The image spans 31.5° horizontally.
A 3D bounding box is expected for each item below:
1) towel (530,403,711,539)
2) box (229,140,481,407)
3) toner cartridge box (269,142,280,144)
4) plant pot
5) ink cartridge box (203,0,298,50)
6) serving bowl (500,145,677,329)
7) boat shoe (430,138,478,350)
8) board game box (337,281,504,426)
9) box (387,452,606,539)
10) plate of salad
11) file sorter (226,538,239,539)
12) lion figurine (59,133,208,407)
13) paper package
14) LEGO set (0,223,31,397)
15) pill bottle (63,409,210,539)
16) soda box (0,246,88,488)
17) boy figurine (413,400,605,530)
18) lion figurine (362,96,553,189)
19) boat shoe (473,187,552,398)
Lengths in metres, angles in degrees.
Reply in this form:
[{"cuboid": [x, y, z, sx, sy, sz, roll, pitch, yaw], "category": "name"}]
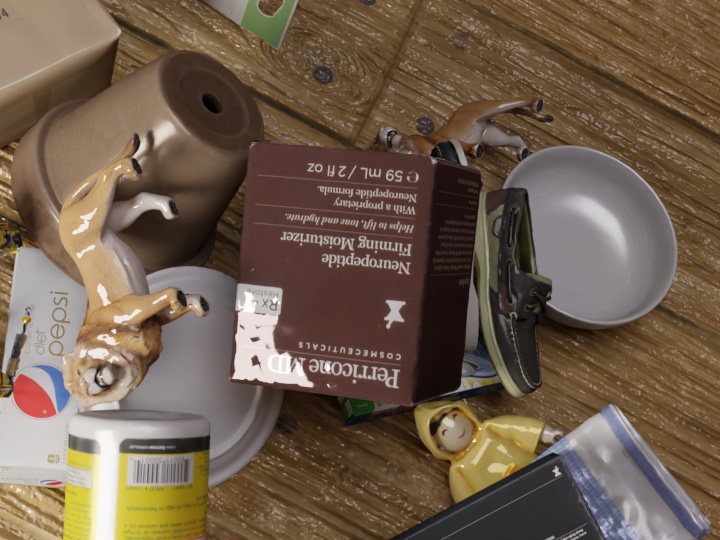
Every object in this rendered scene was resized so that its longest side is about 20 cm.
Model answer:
[{"cuboid": [0.194, 0.232, 1.136, 0.200, 0.024, 0.147, -37, 88, -3], "category": "towel"}, {"cuboid": [0.000, 0.000, 1.089, 0.165, 0.164, 0.201, 6, 92, 18], "category": "box"}, {"cuboid": [-0.004, -0.070, 1.248, 0.199, 0.095, 0.043, 8, 64, -13], "category": "toner cartridge box"}, {"cuboid": [-0.180, -0.099, 1.121, 0.200, 0.174, 0.201, 28, 42, -29], "category": "plant pot"}, {"cuboid": [-0.143, -0.330, 1.298, 0.199, 0.146, 0.048, 30, 59, -2], "category": "ink cartridge box"}, {"cuboid": [0.223, -0.026, 1.314, 0.199, 0.066, 0.201, 7, 63, -14], "category": "serving bowl"}, {"cuboid": [0.074, -0.021, 1.188, 0.060, 0.074, 0.201, -5, 104, -6], "category": "boat shoe"}, {"cuboid": [0.060, 0.063, 1.239, 0.199, 0.034, 0.136, -11, 70, -22], "category": "board game box"}, {"cuboid": [0.113, 0.263, 1.086, 0.199, 0.079, 0.142, -28, 85, 0], "category": "box"}, {"cuboid": [-0.158, 0.096, 1.126, 0.199, 0.048, 0.201, -2, 95, -32], "category": "plate of salad"}, {"cuboid": [-0.066, 0.333, 1.017, 0.125, 0.139, 0.201, 7, 64, -17], "category": "file sorter"}, {"cuboid": [-0.201, 0.002, 1.031, 0.122, 0.072, 0.201, -19, 80, 19], "category": "lion figurine"}, {"cuboid": [-0.358, -0.223, 1.205, 0.200, 0.104, 0.191, -33, 79, -27], "category": "paper package"}, {"cuboid": [-0.337, 0.051, 1.065, 0.153, 0.116, 0.201, -23, 64, 13], "category": "LEGO set"}, {"cuboid": [-0.180, 0.215, 1.019, 0.114, 0.114, 0.201, 4, 88, -16], "category": "pill bottle"}, {"cuboid": [-0.276, 0.084, 1.109, 0.068, 0.064, 0.201, 6, 63, -14], "category": "soda box"}, {"cuboid": [0.135, 0.184, 1.180, 0.200, 0.064, 0.124, 43, 86, 0], "category": "boy figurine"}, {"cuboid": [0.101, -0.136, 1.327, 0.122, 0.073, 0.200, 16, 32, 39], "category": "lion figurine"}, {"cuboid": [0.148, 0.017, 1.206, 0.072, 0.066, 0.202, 14, 63, -62], "category": "boat shoe"}]
